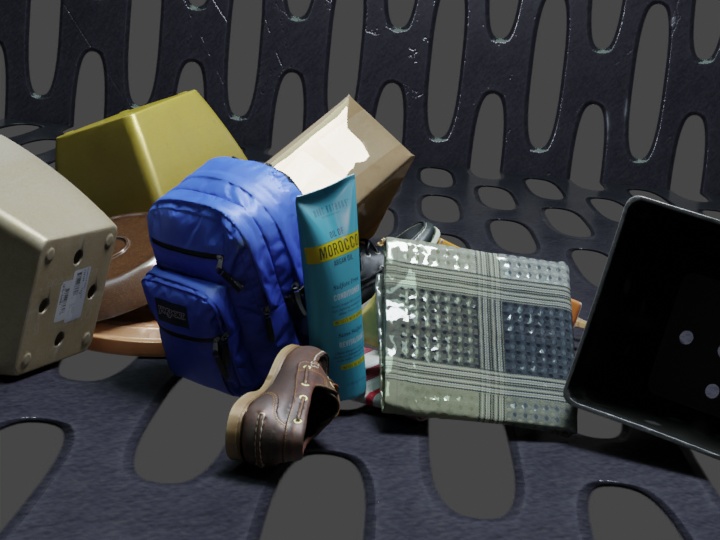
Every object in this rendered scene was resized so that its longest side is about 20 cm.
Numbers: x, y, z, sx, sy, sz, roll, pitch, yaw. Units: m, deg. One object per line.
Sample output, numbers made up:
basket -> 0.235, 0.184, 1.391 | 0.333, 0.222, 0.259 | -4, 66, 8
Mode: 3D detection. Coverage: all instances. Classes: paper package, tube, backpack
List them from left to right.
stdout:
backpack -> -0.117, 0.005, 1.344 | 0.161, 0.202, 0.168 | 11, 35, 35
paper package -> -0.058, -0.061, 1.540 | 0.103, 0.191, 0.200 | 42, 58, 9
tube -> -0.025, 0.018, 1.296 | 0.050, 0.203, 0.077 | 10, 24, 36

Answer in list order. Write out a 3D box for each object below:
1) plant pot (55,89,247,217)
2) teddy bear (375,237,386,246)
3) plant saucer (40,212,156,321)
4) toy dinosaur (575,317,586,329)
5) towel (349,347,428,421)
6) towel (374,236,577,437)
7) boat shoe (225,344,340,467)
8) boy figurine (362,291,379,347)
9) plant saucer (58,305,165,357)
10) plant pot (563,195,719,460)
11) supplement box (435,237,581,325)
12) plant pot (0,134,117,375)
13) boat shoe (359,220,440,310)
plant pot -> -0.256, -0.108, 1.717 | 0.198, 0.179, 0.199 | -11, 12, 36
teddy bear -> 0.040, 0.009, 1.707 | 0.198, 0.067, 0.145 | -4, -42, 43
plant saucer -> -0.269, -0.010, 1.517 | 0.198, 0.035, 0.201 | -14, 28, 7
toy dinosaur -> 0.216, 0.055, 1.744 | 0.197, 0.061, 0.107 | 4, 34, 17
towel -> 0.004, 0.108, 1.404 | 0.198, 0.023, 0.144 | 10, 13, 29
towel -> 0.109, 0.063, 1.342 | 0.197, 0.195, 0.035 | 9, -33, -11
boat shoe -> -0.052, 0.116, 1.200 | 0.069, 0.071, 0.200 | 1, 18, 13
boy figurine -> 0.093, 0.059, 1.399 | 0.197, 0.065, 0.125 | 13, 39, -7
plant saucer -> -0.241, 0.053, 1.527 | 0.197, 0.033, 0.200 | 5, 11, -1
plant pot -> 0.331, 0.069, 1.329 | 0.198, 0.202, 0.177 | 19, -2, 25
supplement box -> 0.150, 0.026, 1.609 | 0.198, 0.070, 0.066 | 22, -1, -22
plant pot -> -0.354, -0.003, 1.369 | 0.175, 0.202, 0.200 | 21, 15, 18
boat shoe -> -0.001, 0.000, 1.541 | 0.199, 0.066, 0.074 | -39, 16, -7
